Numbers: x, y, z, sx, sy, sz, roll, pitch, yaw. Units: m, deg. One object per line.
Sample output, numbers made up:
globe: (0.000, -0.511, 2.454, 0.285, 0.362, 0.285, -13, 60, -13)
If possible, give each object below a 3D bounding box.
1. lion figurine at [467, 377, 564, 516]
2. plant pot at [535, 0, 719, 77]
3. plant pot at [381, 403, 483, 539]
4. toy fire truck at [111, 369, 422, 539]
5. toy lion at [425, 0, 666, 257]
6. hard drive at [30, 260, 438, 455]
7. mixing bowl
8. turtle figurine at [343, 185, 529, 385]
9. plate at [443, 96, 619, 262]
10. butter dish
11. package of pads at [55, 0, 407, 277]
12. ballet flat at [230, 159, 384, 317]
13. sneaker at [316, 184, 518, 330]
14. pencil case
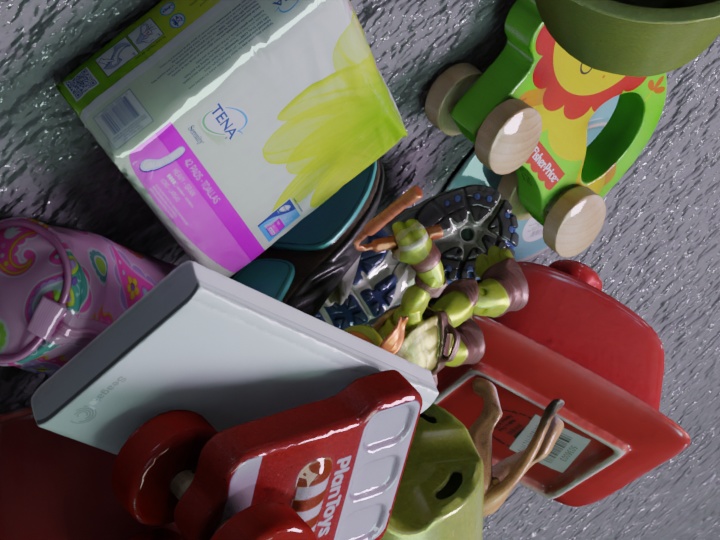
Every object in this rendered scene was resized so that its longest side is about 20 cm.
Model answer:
lion figurine: (0.049, 0.140, 1.624, 0.199, 0.072, 0.123, -12, -138, 49)
plant pot: (0.163, -0.199, 1.336, 0.200, 0.200, 0.190, -37, 166, -8)
plant pot: (0.003, 0.185, 1.503, 0.200, 0.200, 0.185, -22, 136, -35)
toy fire truck: (-0.048, 0.158, 1.322, 0.167, 0.112, 0.201, -14, 130, -36)
toy lion: (0.145, -0.129, 1.520, 0.192, 0.069, 0.200, -48, 144, -3)
hard drive: (-0.067, 0.071, 1.326, 0.132, 0.026, 0.199, -39, 139, 24)
mixing bowl: (-0.159, 0.167, 1.426, 0.199, 0.109, 0.200, -6, 153, -3)
turtle figurine: (0.037, 0.031, 1.412, 0.161, 0.064, 0.201, -18, 136, -52)
plate: (0.131, -0.060, 1.664, 0.200, 0.026, 0.201, -32, 153, -19)
butter dish: (0.135, 0.059, 1.708, 0.148, 0.199, 0.200, -65, -170, -28)
package of pads: (-0.062, -0.089, 1.302, 0.154, 0.068, 0.200, -39, 155, -2)
ballet flat: (-0.043, 0.006, 1.417, 0.200, 0.068, 0.069, -54, 146, -39)
sneaker: (0.000, 0.000, 1.517, 0.199, 0.078, 0.085, -10, 176, -20)
pencil case: (-0.147, 0.027, 1.349, 0.087, 0.088, 0.200, -46, 153, 10)
